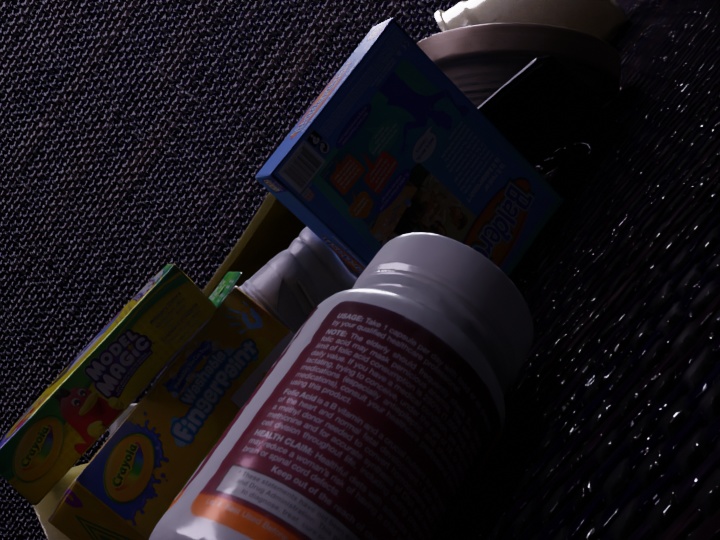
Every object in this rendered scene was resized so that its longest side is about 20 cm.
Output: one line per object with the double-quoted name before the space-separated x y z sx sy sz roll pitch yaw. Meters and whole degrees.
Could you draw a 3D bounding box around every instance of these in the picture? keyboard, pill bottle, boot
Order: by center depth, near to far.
"pill bottle" 0.000 0.084 0.510 0.201 0.114 0.114 -53 3 -34
"boot" -0.015 0.051 0.876 0.096 0.201 0.073 -44 45 -5
"keyboard" 0.111 -0.098 0.897 0.199 0.103 0.040 -38 34 33

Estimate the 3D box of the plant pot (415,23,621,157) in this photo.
"plant pot" 0.134 -0.143 0.968 0.201 0.196 0.095 138 134 -77

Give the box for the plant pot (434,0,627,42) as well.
"plant pot" 0.223 -0.303 1.337 0.183 0.201 0.201 -38 7 19

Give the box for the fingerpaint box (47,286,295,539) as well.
"fingerpaint box" -0.085 0.138 0.740 0.073 0.166 0.201 -48 5 45

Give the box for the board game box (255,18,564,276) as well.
"board game box" 0.041 -0.062 0.816 0.153 0.200 0.045 -51 18 -13

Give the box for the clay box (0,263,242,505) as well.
"clay box" -0.167 0.062 0.747 0.200 0.048 0.115 -49 10 -9

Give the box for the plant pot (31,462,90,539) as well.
"plant pot" -0.143 0.218 0.808 0.140 0.203 0.200 -26 -6 -18

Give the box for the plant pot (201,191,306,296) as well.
"plant pot" 0.000 0.000 1.018 0.196 0.194 0.200 -50 -3 36

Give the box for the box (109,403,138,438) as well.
"box" -0.216 0.253 1.150 0.128 0.107 0.204 133 137 -66
